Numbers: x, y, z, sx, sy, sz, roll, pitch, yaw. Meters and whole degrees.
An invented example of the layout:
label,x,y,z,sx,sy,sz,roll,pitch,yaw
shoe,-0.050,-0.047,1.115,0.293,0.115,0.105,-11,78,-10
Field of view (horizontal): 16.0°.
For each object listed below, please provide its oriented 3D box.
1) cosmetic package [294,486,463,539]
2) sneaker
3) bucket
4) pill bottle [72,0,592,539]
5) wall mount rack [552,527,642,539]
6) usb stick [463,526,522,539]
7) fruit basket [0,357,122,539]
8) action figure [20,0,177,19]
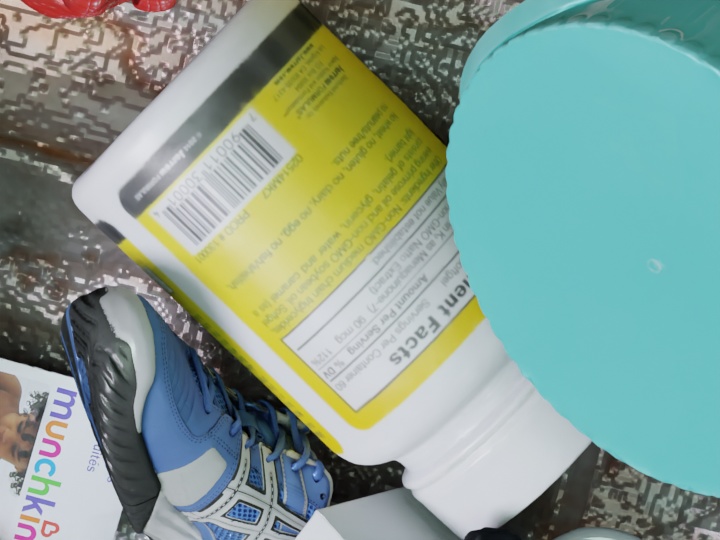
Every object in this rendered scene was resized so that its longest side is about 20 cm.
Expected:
label,x,y,z,sx,sy,sz,roll,pitch,yaw
cosmetic package,-0.035,0.172,1.001,0.051,0.083,0.200,45,115,19
sneaker,-0.058,0.067,0.976,0.077,0.076,0.200,-22,142,-1
bucket,0.136,-0.032,0.870,0.207,0.135,0.207,27,135,31
pill bottle,0.000,0.000,0.960,0.200,0.114,0.114,44,103,-6
wall mount rack,0.132,0.185,1.019,0.174,0.075,0.200,-5,103,10
usb stick,0.035,0.168,0.980,0.033,0.055,0.200,-8,145,-18
fruit basket,-0.203,0.111,1.018,0.200,0.094,0.185,18,105,-3
action figure,-0.153,-0.151,0.951,0.200,0.065,0.099,15,88,-25
